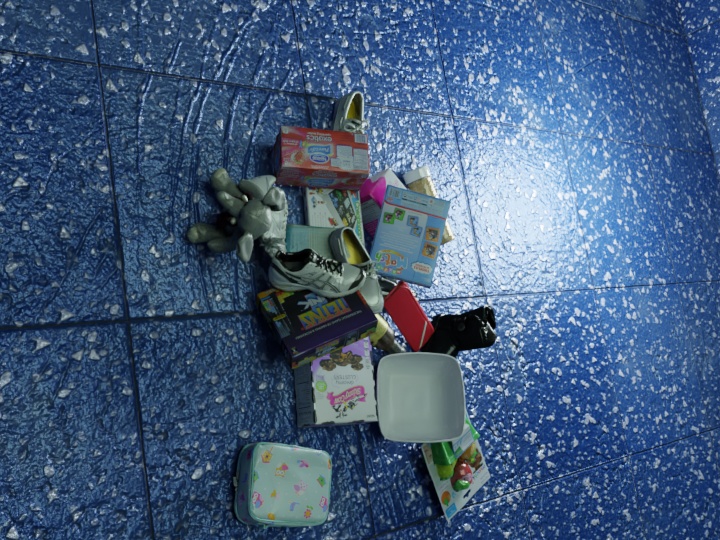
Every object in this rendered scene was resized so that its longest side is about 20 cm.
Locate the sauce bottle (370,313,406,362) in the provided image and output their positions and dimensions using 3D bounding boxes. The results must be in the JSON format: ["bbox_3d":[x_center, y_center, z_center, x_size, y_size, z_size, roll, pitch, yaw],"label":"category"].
[{"bbox_3d":[0.033,0.133,1.799,0.200,0.064,0.065,48,52,-26],"label":"sauce bottle"}]

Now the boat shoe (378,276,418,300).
[{"bbox_3d":[0.053,0.036,1.842,0.199,0.075,0.061,11,76,-38],"label":"boat shoe"}]

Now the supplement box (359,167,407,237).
[{"bbox_3d":[0.077,-0.126,1.891,0.200,0.103,0.101,49,53,-19],"label":"supplement box"}]

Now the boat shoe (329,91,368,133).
[{"bbox_3d":[-0.020,-0.331,1.870,0.074,0.086,0.203,24,62,-32],"label":"boat shoe"}]

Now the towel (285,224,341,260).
[{"bbox_3d":[-0.097,0.003,1.724,0.146,0.022,0.202,4,81,-17],"label":"towel"}]

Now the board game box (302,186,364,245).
[{"bbox_3d":[-0.059,-0.103,1.788,0.125,0.035,0.202,-2,77,-18],"label":"board game box"}]

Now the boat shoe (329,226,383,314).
[{"bbox_3d":[0.004,-0.003,1.701,0.074,0.086,0.203,-22,90,-22],"label":"boat shoe"}]

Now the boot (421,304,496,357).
[{"bbox_3d":[0.233,0.180,1.884,0.076,0.167,0.201,37,57,-34],"label":"boot"}]

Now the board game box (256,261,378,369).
[{"bbox_3d":[-0.089,0.088,1.633,0.199,0.057,0.166,-22,59,-22],"label":"board game box"}]

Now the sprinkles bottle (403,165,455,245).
[{"bbox_3d":[0.172,-0.160,2.003,0.068,0.068,0.201,-24,93,-41],"label":"sprinkles bottle"}]

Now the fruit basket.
[{"bbox_3d":[0.229,0.446,1.857,0.185,0.093,0.201,-30,100,-41],"label":"fruit basket"}]

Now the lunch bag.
[{"bbox_3d":[-0.154,0.422,1.555,0.199,0.077,0.162,17,68,-35],"label":"lunch bag"}]

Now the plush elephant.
[{"bbox_3d":[-0.228,-0.105,1.547,0.199,0.155,0.165,29,74,-4],"label":"plush elephant"}]

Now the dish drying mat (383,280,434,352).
[{"bbox_3d":[0.114,0.108,1.847,0.077,0.018,0.200,-46,135,-13],"label":"dish drying mat"}]

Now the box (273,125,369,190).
[{"bbox_3d":[-0.087,-0.243,1.748,0.198,0.096,0.100,2,70,-16],"label":"box"}]

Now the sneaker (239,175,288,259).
[{"bbox_3d":[-0.185,-0.107,1.666,0.087,0.075,0.201,-21,93,-5],"label":"sneaker"}]

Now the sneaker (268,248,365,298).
[{"bbox_3d":[-0.085,0.000,1.609,0.198,0.088,0.076,1,49,-7],"label":"sneaker"}]

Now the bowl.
[{"bbox_3d":[0.131,0.290,1.793,0.198,0.075,0.201,1,71,-6],"label":"bowl"}]

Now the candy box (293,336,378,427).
[{"bbox_3d":[-0.054,0.227,1.696,0.167,0.071,0.202,5,73,-38],"label":"candy box"}]

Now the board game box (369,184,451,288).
[{"bbox_3d":[0.107,-0.076,1.786,0.150,0.037,0.201,15,79,-2],"label":"board game box"}]
